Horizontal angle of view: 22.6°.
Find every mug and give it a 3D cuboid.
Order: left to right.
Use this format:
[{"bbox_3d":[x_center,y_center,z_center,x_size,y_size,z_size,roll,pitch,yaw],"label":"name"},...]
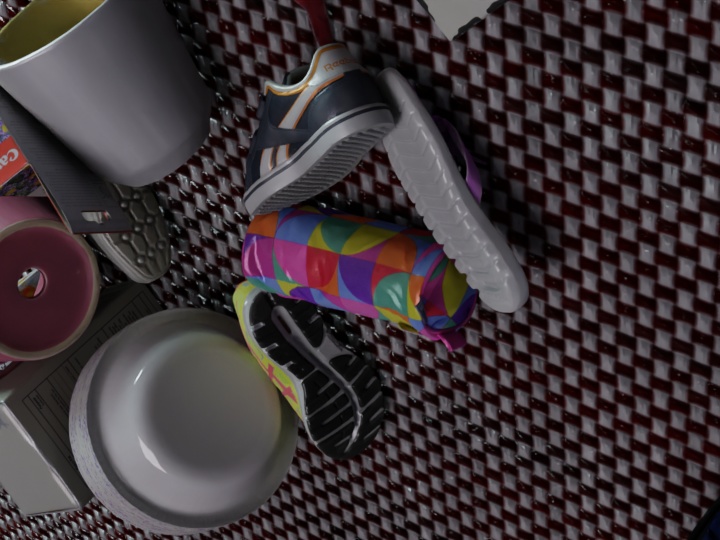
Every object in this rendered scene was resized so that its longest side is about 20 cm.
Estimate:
[{"bbox_3d":[-0.197,-0.161,1.463,0.149,0.187,0.153,-27,118,19],"label":"mug"}]

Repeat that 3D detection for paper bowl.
[{"bbox_3d":[-0.151,0.132,1.605,0.201,0.201,0.104,50,153,-6],"label":"paper bowl"}]

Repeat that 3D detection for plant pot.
[{"bbox_3d":[-0.334,0.003,1.641,0.179,0.200,0.200,16,137,53],"label":"plant pot"}]

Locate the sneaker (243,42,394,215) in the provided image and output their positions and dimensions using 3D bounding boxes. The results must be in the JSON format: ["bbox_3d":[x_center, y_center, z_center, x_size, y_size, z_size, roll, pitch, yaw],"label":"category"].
[{"bbox_3d":[-0.041,-0.108,1.380,0.200,0.078,0.079,-36,74,56],"label":"sneaker"}]

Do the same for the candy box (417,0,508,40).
[{"bbox_3d":[0.085,-0.250,1.139,0.136,0.061,0.200,50,143,-8],"label":"candy box"}]

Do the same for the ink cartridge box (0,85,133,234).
[{"bbox_3d":[-0.274,-0.100,1.456,0.050,0.109,0.200,-36,80,17],"label":"ink cartridge box"}]

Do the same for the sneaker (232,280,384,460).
[{"bbox_3d":[-0.048,0.080,1.586,0.090,0.078,0.200,29,152,59],"label":"sneaker"}]

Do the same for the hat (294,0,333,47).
[{"bbox_3d":[-0.022,-0.259,1.248,0.176,0.166,0.200,19,171,-31],"label":"hat"}]

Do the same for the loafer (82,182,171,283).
[{"bbox_3d":[-0.241,-0.074,1.621,0.200,0.070,0.070,58,147,-5],"label":"loafer"}]

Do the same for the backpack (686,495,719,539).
[{"bbox_3d":[0.291,0.277,1.332,0.168,0.200,0.163,22,137,28],"label":"backpack"}]

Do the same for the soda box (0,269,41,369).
[{"bbox_3d":[-0.365,0.059,1.859,0.064,0.068,0.200,52,142,-9],"label":"soda box"}]

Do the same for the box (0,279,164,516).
[{"bbox_3d":[-0.263,0.120,1.711,0.109,0.200,0.128,-16,113,49],"label":"box"}]

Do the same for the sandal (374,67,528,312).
[{"bbox_3d":[0.072,-0.063,1.344,0.203,0.050,0.082,61,157,-2],"label":"sandal"}]

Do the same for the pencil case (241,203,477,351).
[{"bbox_3d":[0.000,0.000,1.441,0.200,0.088,0.088,17,135,36],"label":"pencil case"}]
